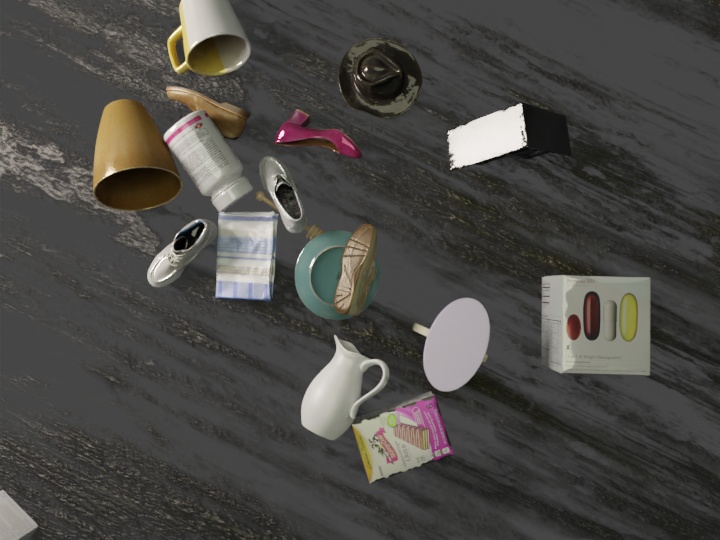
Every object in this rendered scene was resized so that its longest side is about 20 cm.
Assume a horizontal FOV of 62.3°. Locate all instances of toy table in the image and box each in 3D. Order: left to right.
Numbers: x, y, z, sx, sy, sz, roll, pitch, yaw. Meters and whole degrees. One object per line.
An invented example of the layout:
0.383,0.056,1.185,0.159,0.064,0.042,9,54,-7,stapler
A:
0.204,0.159,1.304,0.182,0.117,0.202,34,88,2,toy table

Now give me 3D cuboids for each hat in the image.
0.046,-0.450,1.354,0.196,0.081,0.205,0,86,0,hat

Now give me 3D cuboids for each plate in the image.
-0.049,0.012,1.337,0.196,0.026,0.204,-1,95,-10,plate

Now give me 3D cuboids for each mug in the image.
-0.353,-0.542,1.334,0.183,0.150,0.156,-18,79,-7,mug

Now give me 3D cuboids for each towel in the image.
-0.260,-0.034,1.349,0.144,0.024,0.204,3,91,11,towel

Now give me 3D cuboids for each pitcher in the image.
-0.033,0.264,1.283,0.170,0.121,0.203,20,82,44,pitcher

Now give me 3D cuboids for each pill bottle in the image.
-0.332,-0.239,1.319,0.113,0.113,0.202,-34,99,-2,pill bottle

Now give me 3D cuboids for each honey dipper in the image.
-0.158,-0.122,1.361,0.199,0.038,0.038,35,88,4,honey dipper

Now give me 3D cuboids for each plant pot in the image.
-0.503,-0.265,1.312,0.183,0.187,0.203,-16,74,0,plant pot

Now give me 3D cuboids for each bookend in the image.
0.329,-0.284,1.326,0.198,0.197,0.094,-10,86,44,bookend

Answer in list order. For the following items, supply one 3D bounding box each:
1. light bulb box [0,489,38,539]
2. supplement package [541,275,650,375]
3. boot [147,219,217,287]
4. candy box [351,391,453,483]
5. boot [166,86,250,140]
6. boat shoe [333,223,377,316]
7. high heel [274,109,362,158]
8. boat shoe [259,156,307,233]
-0.831,0.603,1.246,0.124,0.200,0.199,41,88,2,light bulb box
0.504,0.114,1.289,0.187,0.147,0.204,1,88,0,supplement package
-0.409,-0.043,1.328,0.074,0.096,0.200,44,88,2,boot
0.091,0.368,1.322,0.197,0.061,0.139,-19,88,0,candy box
-0.357,-0.361,1.361,0.197,0.074,0.077,22,97,-1,boot
0.000,0.000,1.304,0.071,0.064,0.204,14,88,43,boat shoe
-0.095,-0.283,1.348,0.198,0.067,0.097,33,78,7,high heel
-0.175,-0.179,1.329,0.071,0.069,0.203,-16,70,-12,boat shoe
